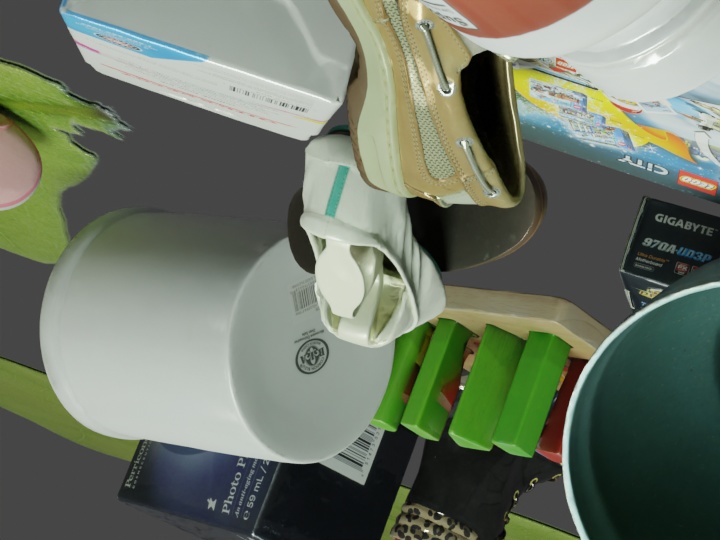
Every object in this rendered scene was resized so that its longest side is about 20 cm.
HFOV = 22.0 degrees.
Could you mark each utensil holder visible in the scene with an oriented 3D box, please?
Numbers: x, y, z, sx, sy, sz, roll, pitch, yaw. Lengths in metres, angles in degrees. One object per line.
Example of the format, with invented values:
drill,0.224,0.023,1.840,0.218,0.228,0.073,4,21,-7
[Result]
utensil holder,-0.098,0.045,1.291,0.199,0.171,0.170,6,159,45

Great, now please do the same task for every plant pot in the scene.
plant pot,0.207,0.069,0.844,0.199,0.134,0.202,12,119,23

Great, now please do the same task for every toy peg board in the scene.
toy peg board,0.113,0.096,1.302,0.199,0.099,0.199,33,163,-38

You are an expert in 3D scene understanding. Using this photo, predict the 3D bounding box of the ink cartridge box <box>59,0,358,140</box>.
ink cartridge box,-0.059,-0.109,0.795,0.114,0.068,0.200,18,178,-5

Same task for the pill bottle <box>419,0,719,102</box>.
pill bottle,0.037,-0.133,0.528,0.199,0.113,0.112,32,163,-37

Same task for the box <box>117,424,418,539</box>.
box,-0.064,0.120,1.447,0.123,0.202,0.198,30,164,-34

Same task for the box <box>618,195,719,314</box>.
box,0.242,0.035,0.978,0.198,0.046,0.159,17,165,21

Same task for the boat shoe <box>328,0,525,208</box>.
boat shoe,0.034,-0.101,0.666,0.076,0.072,0.201,19,147,24

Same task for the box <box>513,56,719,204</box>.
box,0.147,-0.069,0.751,0.198,0.038,0.137,19,166,11

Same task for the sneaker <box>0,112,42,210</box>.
sneaker,-0.297,-0.102,1.230,0.199,0.076,0.105,31,169,-18

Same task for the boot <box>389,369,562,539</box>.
boot,0.119,0.176,1.478,0.199,0.152,0.073,30,164,-29

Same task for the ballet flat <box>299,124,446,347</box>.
ballet flat,0.000,0.000,0.931,0.069,0.070,0.200,18,159,16

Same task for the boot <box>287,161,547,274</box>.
boot,0.044,-0.036,1.025,0.075,0.074,0.199,-5,179,-36
